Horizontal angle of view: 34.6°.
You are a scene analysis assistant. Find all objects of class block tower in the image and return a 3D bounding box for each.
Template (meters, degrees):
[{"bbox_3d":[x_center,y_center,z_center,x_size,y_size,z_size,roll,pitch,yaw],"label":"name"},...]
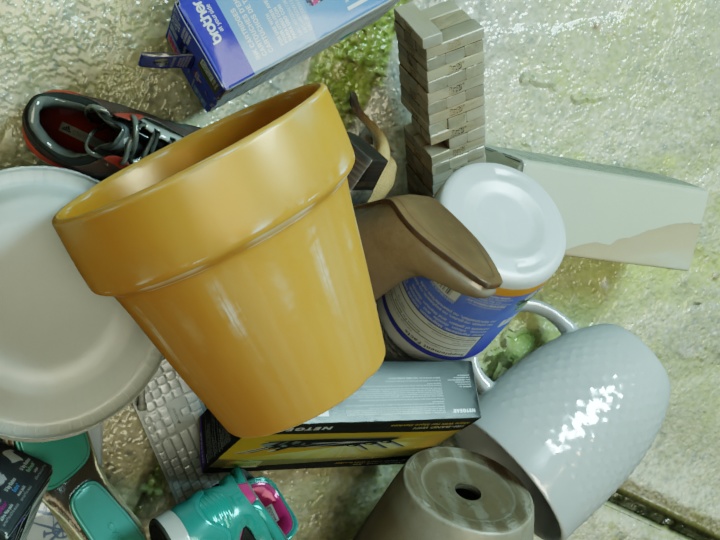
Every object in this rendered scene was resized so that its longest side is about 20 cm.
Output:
[{"bbox_3d":[0.069,-0.125,0.958,0.057,0.054,0.201,-23,135,-15],"label":"block tower"}]

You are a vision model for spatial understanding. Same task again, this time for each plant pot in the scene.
[{"bbox_3d":[0.072,0.258,1.007,0.198,0.200,0.175,5,116,-22],"label":"plant pot"},{"bbox_3d":[-0.075,0.001,0.776,0.199,0.200,0.185,-29,105,-12],"label":"plant pot"}]

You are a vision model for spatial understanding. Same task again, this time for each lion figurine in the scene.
[{"bbox_3d":[-0.009,-0.042,0.952,0.072,0.122,0.202,7,102,-22],"label":"lion figurine"}]

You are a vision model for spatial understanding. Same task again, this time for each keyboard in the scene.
[{"bbox_3d":[-0.147,0.169,1.020,0.056,0.011,0.202,-24,112,-14],"label":"keyboard"}]

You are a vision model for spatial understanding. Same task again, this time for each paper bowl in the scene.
[{"bbox_3d":[-0.236,0.023,0.848,0.198,0.104,0.203,3,81,-17],"label":"paper bowl"}]

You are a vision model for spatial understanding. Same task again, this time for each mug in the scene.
[{"bbox_3d":[0.180,0.118,1.073,0.175,0.148,0.201,-38,85,-16],"label":"mug"}]

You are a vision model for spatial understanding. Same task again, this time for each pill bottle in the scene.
[{"bbox_3d":[0.078,0.011,0.960,0.111,0.200,0.113,10,57,-16],"label":"pill bottle"}]

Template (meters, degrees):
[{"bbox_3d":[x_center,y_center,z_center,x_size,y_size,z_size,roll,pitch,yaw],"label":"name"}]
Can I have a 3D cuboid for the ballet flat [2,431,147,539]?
[{"bbox_3d":[-0.241,0.168,0.931,0.067,0.062,0.202,-36,107,-37],"label":"ballet flat"}]

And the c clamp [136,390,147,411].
[{"bbox_3d":[-0.263,0.032,0.922,0.198,0.027,0.173,2,100,-21],"label":"c clamp"}]

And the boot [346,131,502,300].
[{"bbox_3d":[0.000,0.000,0.864,0.070,0.200,0.147,6,124,-50],"label":"boot"}]

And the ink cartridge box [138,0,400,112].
[{"bbox_3d":[-0.070,-0.189,0.875,0.199,0.136,0.077,-32,97,-11],"label":"ink cartridge box"}]

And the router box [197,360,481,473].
[{"bbox_3d":[-0.022,0.124,0.973,0.198,0.157,0.053,1,67,-23],"label":"router box"}]

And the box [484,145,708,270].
[{"bbox_3d":[0.203,-0.057,1.048,0.198,0.095,0.079,6,103,-21],"label":"box"}]

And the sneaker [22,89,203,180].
[{"bbox_3d":[-0.164,-0.085,0.874,0.198,0.082,0.078,14,88,-6],"label":"sneaker"}]

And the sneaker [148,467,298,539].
[{"bbox_3d":[-0.114,0.233,0.983,0.120,0.084,0.201,-26,155,-23],"label":"sneaker"}]

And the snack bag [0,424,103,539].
[{"bbox_3d":[-0.313,0.212,0.961,0.198,0.021,0.191,-2,105,-22],"label":"snack bag"}]

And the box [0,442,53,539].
[{"bbox_3d":[-0.348,0.174,0.846,0.198,0.106,0.123,25,107,-4],"label":"box"}]
